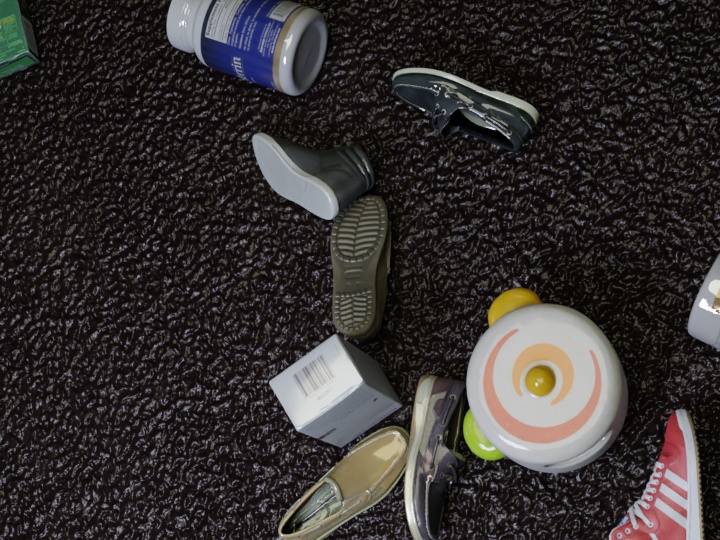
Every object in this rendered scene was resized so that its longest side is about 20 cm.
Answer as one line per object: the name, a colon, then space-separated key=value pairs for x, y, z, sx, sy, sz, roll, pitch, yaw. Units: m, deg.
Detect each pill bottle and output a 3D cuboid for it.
pill bottle: x=0.481 y=0.062 z=1.554 sx=0.198 sy=0.114 sz=0.116 roll=27 pitch=85 yaw=20
pill bottle: x=-0.152 y=-0.315 z=1.831 sx=0.198 sy=0.116 sz=0.117 roll=21 pitch=83 yaw=20

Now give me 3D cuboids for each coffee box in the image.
coffee box: x=-0.542 y=-0.375 z=1.999 sx=0.121 sy=0.044 sz=0.203 roll=-21 pitch=73 yaw=10

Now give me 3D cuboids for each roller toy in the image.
roller toy: x=0.218 y=0.135 z=1.601 sx=0.180 sy=0.140 sz=0.203 roll=15 pitch=81 yaw=19

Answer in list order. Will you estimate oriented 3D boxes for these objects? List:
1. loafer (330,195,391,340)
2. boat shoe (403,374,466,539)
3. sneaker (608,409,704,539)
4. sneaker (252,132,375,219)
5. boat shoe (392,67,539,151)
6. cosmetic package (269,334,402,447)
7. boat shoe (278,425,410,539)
loafer: x=0.000 y=0.000 z=1.740 sx=0.075 sy=0.068 sz=0.203 roll=2 pitch=62 yaw=13
boat shoe: x=0.095 y=0.225 z=1.654 sx=0.064 sy=0.072 sz=0.203 roll=-2 pitch=71 yaw=22
sneaker: x=0.334 y=0.261 z=1.574 sx=0.111 sy=0.071 sz=0.203 roll=-3 pitch=78 yaw=12
sneaker: x=-0.057 y=-0.137 z=1.793 sx=0.098 sy=0.072 sz=0.199 roll=-28 pitch=42 yaw=-26
boat shoe: x=0.124 y=-0.198 z=1.744 sx=0.197 sy=0.075 sz=0.067 roll=21 pitch=71 yaw=10
cosmetic package: x=-0.025 y=0.147 z=1.638 sx=0.101 sy=0.200 sz=0.075 roll=-35 pitch=70 yaw=6
boat shoe: x=-0.018 y=0.265 z=1.674 sx=0.200 sy=0.076 sz=0.072 roll=-45 pitch=69 yaw=2
